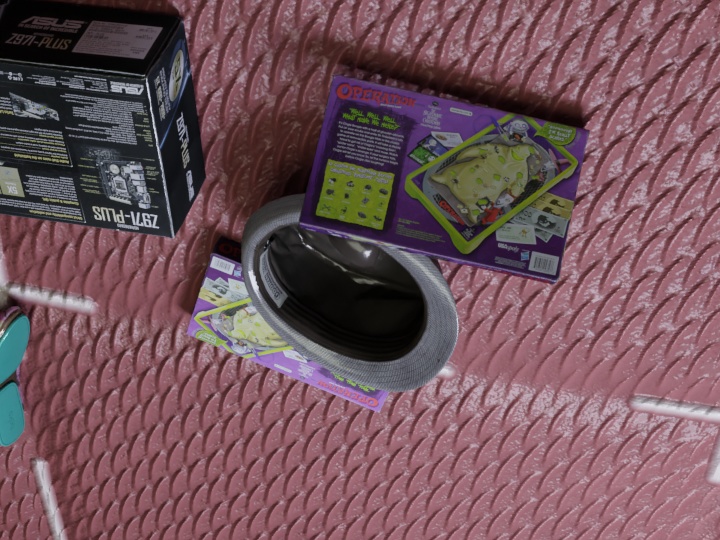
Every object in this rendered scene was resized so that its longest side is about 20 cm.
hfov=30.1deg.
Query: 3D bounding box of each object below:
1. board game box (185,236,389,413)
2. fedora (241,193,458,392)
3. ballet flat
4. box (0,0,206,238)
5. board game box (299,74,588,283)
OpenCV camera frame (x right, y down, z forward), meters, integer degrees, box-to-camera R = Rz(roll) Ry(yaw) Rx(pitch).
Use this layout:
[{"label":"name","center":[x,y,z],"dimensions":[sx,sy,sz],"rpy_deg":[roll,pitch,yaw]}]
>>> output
[{"label":"board game box","center":[-0.054,0.052,1.236],"dimensions":[0.199,0.032,0.120],"rpy_deg":[23,130,-2]},{"label":"fedora","center":[0.000,0.000,1.125],"dimensions":[0.199,0.090,0.177],"rpy_deg":[26,133,5]},{"label":"ballet flat","center":[-0.380,0.102,1.369],"dimensions":[0.071,0.069,0.200],"rpy_deg":[31,137,16]},{"label":"box","center":[-0.239,-0.125,1.088],"dimensions":[0.199,0.086,0.164],"rpy_deg":[8,133,12]},{"label":"board game box","center":[0.063,-0.069,1.020],"dimensions":[0.199,0.121,0.032],"rpy_deg":[13,176,3]}]
